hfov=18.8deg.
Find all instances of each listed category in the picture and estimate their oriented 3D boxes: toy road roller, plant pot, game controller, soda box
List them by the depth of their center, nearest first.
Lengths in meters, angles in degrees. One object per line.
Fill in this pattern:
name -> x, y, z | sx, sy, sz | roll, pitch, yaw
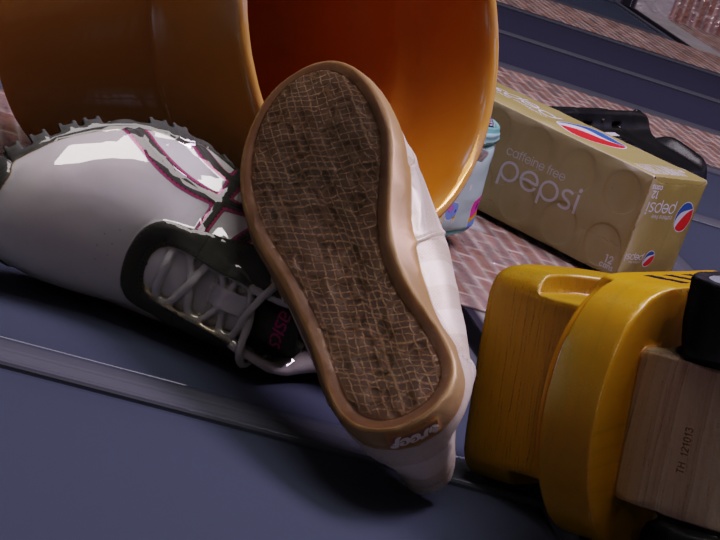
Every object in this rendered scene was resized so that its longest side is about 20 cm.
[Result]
toy road roller -> 0.133, 0.050, 0.842 | 0.146, 0.123, 0.200 | 16, 10, 35
plant pot -> -0.064, -0.110, 1.028 | 0.183, 0.200, 0.200 | -2, -1, 36
soda box -> 0.105, -0.063, 1.323 | 0.200, 0.068, 0.064 | 30, 17, 35
game controller -> 0.187, -0.088, 1.614 | 0.104, 0.042, 0.200 | 42, 22, 21

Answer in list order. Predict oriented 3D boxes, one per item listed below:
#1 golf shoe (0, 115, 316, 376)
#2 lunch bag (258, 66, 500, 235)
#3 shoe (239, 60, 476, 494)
golf shoe -> -0.058, -0.005, 0.880 | 0.200, 0.077, 0.088 | 12, 25, -22
lunch bag -> -0.027, -0.084, 1.183 | 0.200, 0.077, 0.160 | 25, 10, 21
shoe -> 0.000, 0.000, 0.841 | 0.053, 0.070, 0.200 | 57, 13, -48
